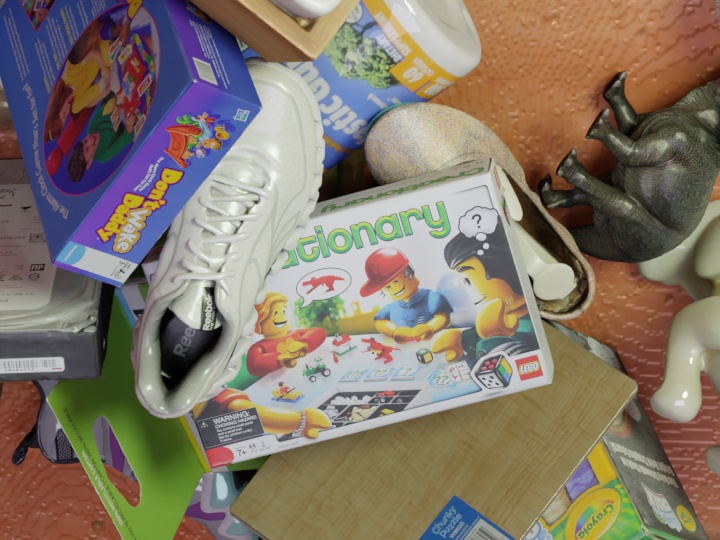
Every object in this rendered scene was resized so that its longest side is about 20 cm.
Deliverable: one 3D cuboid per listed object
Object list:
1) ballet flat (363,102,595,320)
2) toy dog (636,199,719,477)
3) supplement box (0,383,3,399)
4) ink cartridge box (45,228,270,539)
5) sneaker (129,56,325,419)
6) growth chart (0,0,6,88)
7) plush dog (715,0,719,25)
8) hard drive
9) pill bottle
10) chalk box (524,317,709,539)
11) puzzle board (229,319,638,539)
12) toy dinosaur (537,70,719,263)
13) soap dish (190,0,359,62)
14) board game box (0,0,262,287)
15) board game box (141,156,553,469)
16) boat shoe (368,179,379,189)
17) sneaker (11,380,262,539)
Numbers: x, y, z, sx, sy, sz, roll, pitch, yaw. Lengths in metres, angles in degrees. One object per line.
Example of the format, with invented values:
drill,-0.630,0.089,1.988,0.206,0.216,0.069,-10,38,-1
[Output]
ballet flat,0.077,-0.029,1.406,0.068,0.067,0.200,-44,137,11
toy dog,0.266,0.052,1.456,0.194,0.200,0.140,-22,120,13
supplement box,-0.319,0.030,1.490,0.109,0.110,0.200,-37,116,20
ink cartridge box,-0.087,0.064,1.454,0.076,0.200,0.148,-7,124,26
sneaker,-0.072,-0.012,1.302,0.075,0.081,0.200,18,105,2
growth chart,-0.147,-0.165,1.426,0.145,0.018,0.200,33,117,-20
plush dog,0.299,-0.199,1.349,0.200,0.160,0.172,-1,96,-2
hard drive,-0.209,-0.004,1.418,0.140,0.200,0.038,-1,120,1
pill bottle,-0.041,-0.107,1.406,0.200,0.112,0.112,-35,116,19
chalk box,0.122,0.149,1.499,0.124,0.200,0.124,-32,154,18
puzzle board,0.042,0.105,1.440,0.200,0.151,0.017,-51,158,-13
toy dinosaur,0.167,-0.049,1.467,0.102,0.077,0.200,32,113,-4
soap dish,-0.043,-0.216,1.287,0.157,0.200,0.081,37,149,-6
board game box,-0.131,-0.110,1.331,0.045,0.200,0.134,20,123,-36
board game box,-0.006,0.024,1.367,0.200,0.035,0.126,-15,106,10
boat shoe,0.000,0.000,1.450,0.060,0.074,0.200,45,72,-18
sneaker,-0.151,0.109,1.567,0.140,0.078,0.200,-19,111,13
